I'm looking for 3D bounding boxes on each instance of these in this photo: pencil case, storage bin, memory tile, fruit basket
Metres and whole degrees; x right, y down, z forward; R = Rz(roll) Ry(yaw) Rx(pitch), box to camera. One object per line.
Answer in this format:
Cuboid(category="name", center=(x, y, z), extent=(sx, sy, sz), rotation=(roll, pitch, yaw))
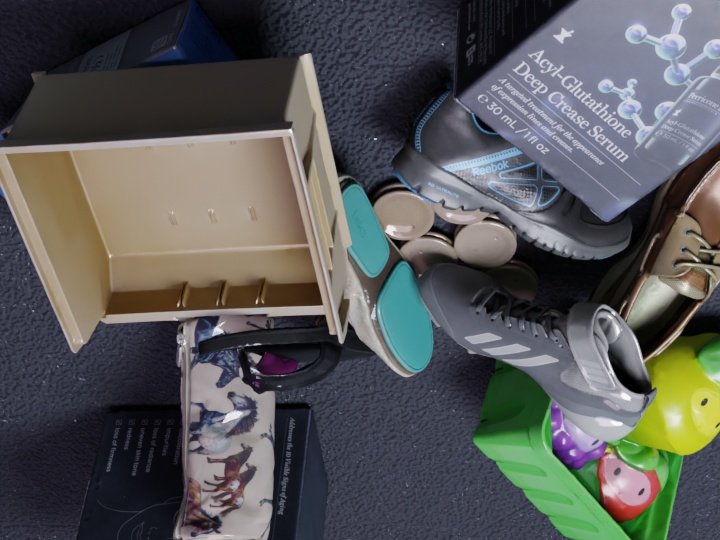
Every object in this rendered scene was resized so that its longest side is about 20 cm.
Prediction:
Cuboid(category="pencil case", center=(-0.114, 0.132, 1.119), extent=(0.088, 0.203, 0.078), rotation=(5, 166, -21))
Cuboid(category="storage bin", center=(-0.117, -0.037, 0.932), extent=(0.197, 0.094, 0.200), rotation=(-3, 132, 11))
Cuboid(category="memory tile", center=(0.031, -0.005, 1.097), extent=(0.198, 0.017, 0.154), rotation=(-16, 130, 21))
Cuboid(category="fruit basket", center=(0.224, 0.128, 1.130), extent=(0.213, 0.157, 0.217), rotation=(15, 147, 10))

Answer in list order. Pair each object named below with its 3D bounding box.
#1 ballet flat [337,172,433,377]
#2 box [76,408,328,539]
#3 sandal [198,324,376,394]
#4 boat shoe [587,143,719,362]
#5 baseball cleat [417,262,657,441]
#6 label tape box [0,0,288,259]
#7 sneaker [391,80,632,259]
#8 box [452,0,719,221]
Cuboid(category="ballet flat", center=(0.000, 0.000, 1.063), extent=(0.062, 0.068, 0.201), rotation=(9, 138, 37))
Cuboid(category="box", center=(-0.137, 0.235, 1.217), extent=(0.194, 0.202, 0.125), rotation=(-3, 136, 8))
Cuboid(category="sandal", center=(-0.047, 0.070, 1.057), extent=(0.075, 0.049, 0.200), rotation=(-11, 170, 31))
Cuboid(category="boat shoe", center=(0.242, -0.007, 1.019), extent=(0.075, 0.074, 0.201), rotation=(20, 121, -14))
Cuboid(category="baseball cleat", center=(0.136, 0.040, 1.031), extent=(0.199, 0.070, 0.107), rotation=(35, 140, 10))
Cuboid(category="label tape box", center=(-0.165, -0.090, 1.000), extent=(0.198, 0.067, 0.144), rotation=(-19, 129, 26))
Cuboid(category="sneaker", center=(0.123, -0.068, 0.987), extent=(0.198, 0.073, 0.083), rotation=(18, 110, -26))
Cuboid(category="box", center=(0.179, -0.154, 0.874), extent=(0.148, 0.108, 0.200), rotation=(34, 127, -24))
